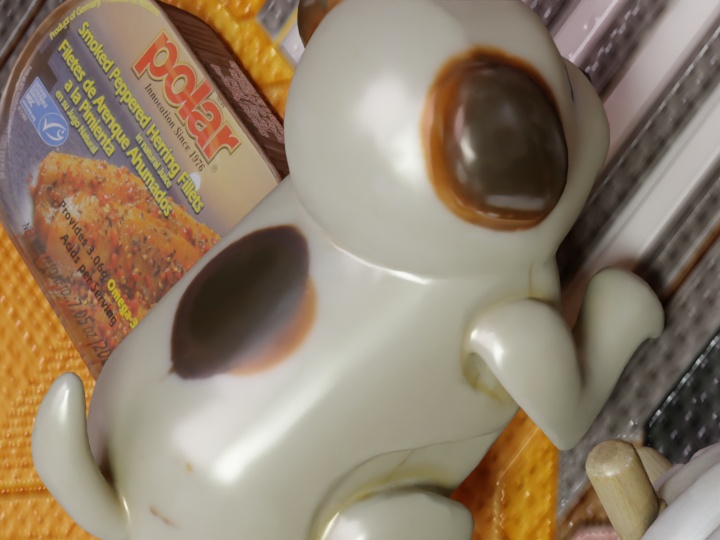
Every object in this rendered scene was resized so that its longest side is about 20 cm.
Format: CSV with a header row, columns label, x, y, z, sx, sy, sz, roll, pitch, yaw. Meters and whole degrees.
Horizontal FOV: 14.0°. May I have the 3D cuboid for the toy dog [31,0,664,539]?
label,x,y,z,sx,sy,sz,roll,pitch,yaw
toy dog,0.000,0.000,0.915,0.200,0.194,0.140,-63,33,20

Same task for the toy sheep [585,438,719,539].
label,x,y,z,sx,sy,sz,roll,pitch,yaw
toy sheep,0.126,0.099,0.802,0.138,0.138,0.200,-58,35,16

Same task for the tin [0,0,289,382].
label,x,y,z,sx,sy,sz,roll,pitch,yaw
tin,-0.072,-0.023,1.093,0.112,0.042,0.200,-55,48,24
